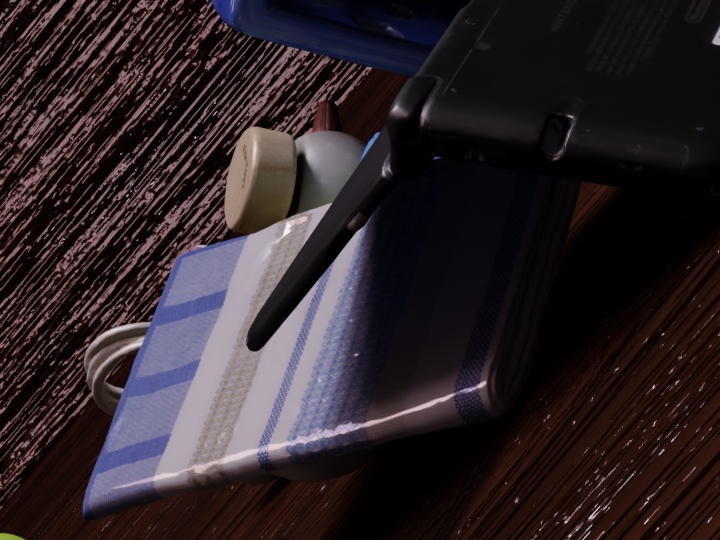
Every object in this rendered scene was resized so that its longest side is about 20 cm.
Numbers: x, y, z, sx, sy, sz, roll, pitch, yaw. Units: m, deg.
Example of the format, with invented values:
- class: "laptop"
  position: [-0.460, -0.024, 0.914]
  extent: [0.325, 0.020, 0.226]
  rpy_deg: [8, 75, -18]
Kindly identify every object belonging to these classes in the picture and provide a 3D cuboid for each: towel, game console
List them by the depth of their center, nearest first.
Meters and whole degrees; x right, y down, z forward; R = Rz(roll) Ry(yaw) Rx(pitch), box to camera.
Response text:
- class: "game console"
  position: [0.070, -0.051, 0.972]
  extent: [0.200, 0.176, 0.116]
  rpy_deg: [-58, -27, -52]
- class: "towel"
  position: [-0.009, 0.022, 1.022]
  extent: [0.200, 0.024, 0.147]
  rpy_deg: [-18, 37, 34]

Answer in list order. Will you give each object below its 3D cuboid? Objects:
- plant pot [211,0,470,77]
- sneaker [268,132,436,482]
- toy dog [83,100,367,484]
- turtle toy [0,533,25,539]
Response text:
- class: "plant pot"
  position: [0.026, -0.208, 1.305]
  extent: [0.180, 0.200, 0.200]
  rpy_deg: [-132, 55, -65]
- class: "sneaker"
  position: [0.000, 0.000, 1.114]
  extent: [0.200, 0.076, 0.105]
  rpy_deg: [-56, -21, -55]
- class: "toy dog"
  position: [-0.034, -0.002, 1.283]
  extent: [0.200, 0.132, 0.096]
  rpy_deg: [-47, 25, 28]
- class: "turtle toy"
  position: [-0.206, 0.217, 1.351]
  extent: [0.200, 0.101, 0.146]
  rpy_deg: [-52, 29, 10]
